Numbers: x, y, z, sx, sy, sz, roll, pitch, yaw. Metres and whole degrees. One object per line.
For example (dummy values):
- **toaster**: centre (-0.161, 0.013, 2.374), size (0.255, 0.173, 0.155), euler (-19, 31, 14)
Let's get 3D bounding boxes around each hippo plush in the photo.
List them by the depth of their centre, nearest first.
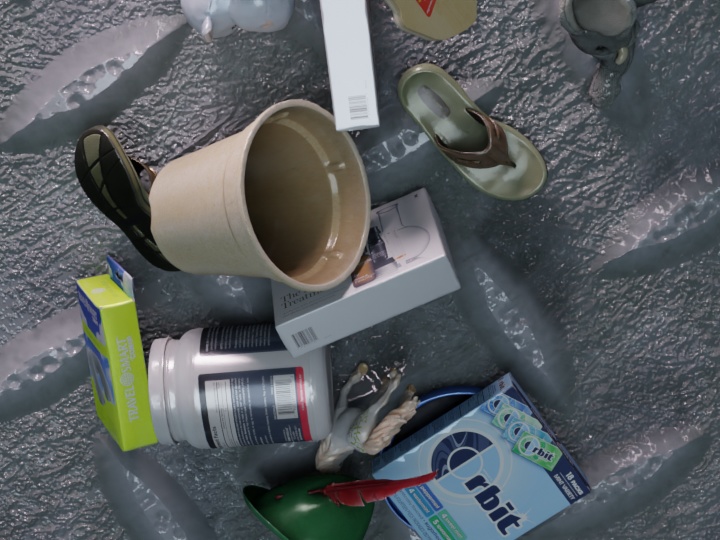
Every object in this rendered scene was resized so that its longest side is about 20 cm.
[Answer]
- **hippo plush**: centre (-0.143, -0.319, 1.398), size (0.200, 0.159, 0.161), euler (0, 107, 0)

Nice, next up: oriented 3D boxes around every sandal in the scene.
- **sandal**: centre (0.121, -0.147, 1.496), size (0.201, 0.057, 0.080), euler (38, 104, -11)
- **sandal**: centre (-0.255, -0.084, 1.529), size (0.080, 0.057, 0.201), euler (-8, 129, 35)

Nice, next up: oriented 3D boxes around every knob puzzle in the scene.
- **knob puzzle**: centre (0.062, -0.326, 1.402), size (0.030, 0.220, 0.220), euler (-6, 111, 36)

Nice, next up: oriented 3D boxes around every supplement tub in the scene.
- **supplement tub**: centre (-0.134, 0.132, 1.550), size (0.200, 0.140, 0.141), euler (-4, 107, 2)

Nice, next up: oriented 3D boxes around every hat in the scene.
- **hat**: centre (-0.012, 0.246, 1.579), size (0.200, 0.166, 0.176), euler (35, 95, 20)

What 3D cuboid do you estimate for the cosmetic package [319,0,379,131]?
- **cosmetic package**: centre (-0.013, -0.261, 1.420), size (0.052, 0.151, 0.200), euler (-5, 107, 5)

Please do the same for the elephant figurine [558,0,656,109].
- **elephant figurine**: centre (0.265, -0.290, 1.429), size (0.200, 0.141, 0.155), euler (-41, 74, 28)

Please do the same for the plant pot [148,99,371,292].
- **plant pot**: centre (-0.121, -0.069, 1.451), size (0.183, 0.200, 0.201), euler (-7, 112, 41)

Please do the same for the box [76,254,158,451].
- **box**: centre (-0.283, 0.094, 1.547), size (0.048, 0.122, 0.200), euler (-13, 109, -22)

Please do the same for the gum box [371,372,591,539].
- **gum box**: centre (0.142, 0.244, 1.593), size (0.200, 0.045, 0.170), euler (-34, 104, 11)

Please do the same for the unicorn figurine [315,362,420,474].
- **unicorn figurine**: centre (-0.001, 0.182, 1.580), size (0.074, 0.200, 0.137), euler (31, 78, -4)

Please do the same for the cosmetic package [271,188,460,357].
- **cosmetic package**: centre (0.000, 0.000, 1.493), size (0.200, 0.151, 0.052), euler (-23, 120, 7)

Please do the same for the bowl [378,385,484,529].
- **bowl**: centre (0.121, 0.233, 1.633), size (0.200, 0.039, 0.201), euler (0, 107, 0)
